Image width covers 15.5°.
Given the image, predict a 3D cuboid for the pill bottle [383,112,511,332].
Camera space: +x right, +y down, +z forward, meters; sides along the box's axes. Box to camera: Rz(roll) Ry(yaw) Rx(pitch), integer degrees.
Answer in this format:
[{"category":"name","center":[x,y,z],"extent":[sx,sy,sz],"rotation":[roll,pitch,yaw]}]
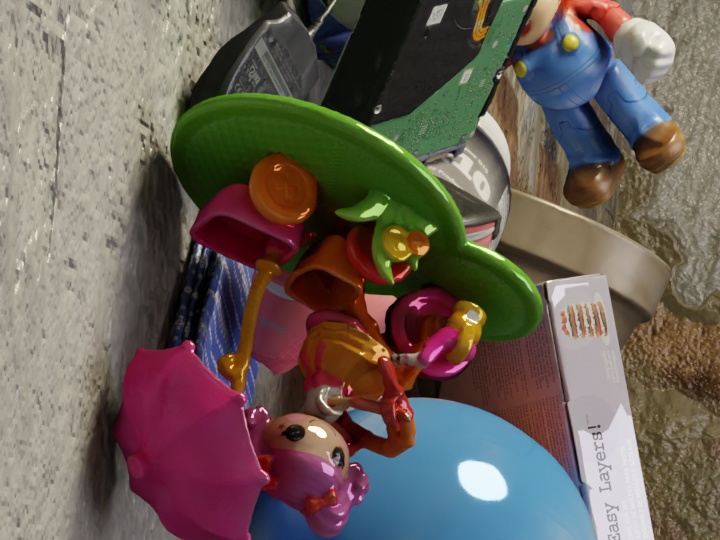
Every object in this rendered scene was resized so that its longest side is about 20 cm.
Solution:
[{"category":"pill bottle","center":[0.030,-0.035,1.595],"extent":[0.200,0.114,0.114],"rotation":[-62,153,-65]}]

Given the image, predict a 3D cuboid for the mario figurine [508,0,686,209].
[{"category":"mario figurine","center":[0.106,-0.126,1.572],"extent":[0.200,0.123,0.106],"rotation":[52,-9,-17]}]

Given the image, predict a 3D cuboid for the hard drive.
[{"category":"hard drive","center":[0.048,-0.144,1.455],"extent":[0.140,0.038,0.200],"rotation":[-21,140,-53]}]

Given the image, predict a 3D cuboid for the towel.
[{"category":"towel","center":[-0.066,0.032,1.361],"extent":[0.145,0.024,0.200],"rotation":[82,16,-50]}]

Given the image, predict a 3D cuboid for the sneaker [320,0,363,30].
[{"category":"sneaker","center":[-0.017,-0.200,1.401],"extent":[0.130,0.079,0.199],"rotation":[-64,157,-57]}]

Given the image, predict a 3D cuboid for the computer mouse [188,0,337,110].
[{"category":"computer mouse","center":[-0.028,-0.131,1.325],"extent":[0.200,0.034,0.059],"rotation":[-52,140,-26]}]

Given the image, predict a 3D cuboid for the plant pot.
[{"category":"plant pot","center":[0.093,0.044,1.825],"extent":[0.200,0.200,0.174],"rotation":[49,62,-75]}]

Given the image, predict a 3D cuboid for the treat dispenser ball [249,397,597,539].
[{"category":"treat dispenser ball","center":[0.031,0.169,1.435],"extent":[0.201,0.200,0.201],"rotation":[3,90,-79]}]

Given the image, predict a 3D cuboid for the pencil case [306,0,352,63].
[{"category":"pencil case","center":[0.010,-0.212,1.520],"extent":[0.078,0.087,0.200],"rotation":[-7,102,-45]}]

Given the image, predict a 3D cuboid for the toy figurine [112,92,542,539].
[{"category":"toy figurine","center":[-0.031,0.049,1.212],"extent":[0.150,0.200,0.184],"rotation":[-33,-151,57]}]

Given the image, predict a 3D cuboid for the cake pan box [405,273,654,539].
[{"category":"cake pan box","center":[0.094,0.115,1.563],"extent":[0.184,0.052,0.200],"rotation":[-24,-106,60]}]

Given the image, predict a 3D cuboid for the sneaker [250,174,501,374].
[{"category":"sneaker","center":[0.000,0.000,1.413],"extent":[0.200,0.074,0.087],"rotation":[-20,136,-52]}]

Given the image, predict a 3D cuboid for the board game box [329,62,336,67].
[{"category":"board game box","center":[0.023,-0.190,1.686],"extent":[0.200,0.047,0.151],"rotation":[30,64,-78]}]
